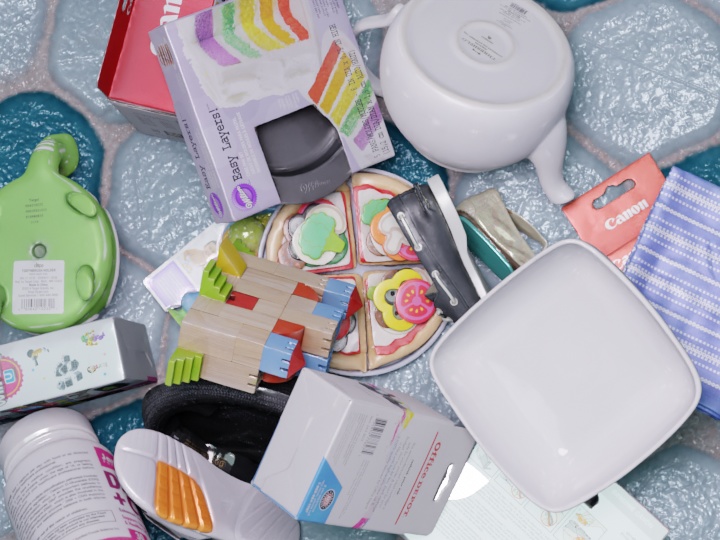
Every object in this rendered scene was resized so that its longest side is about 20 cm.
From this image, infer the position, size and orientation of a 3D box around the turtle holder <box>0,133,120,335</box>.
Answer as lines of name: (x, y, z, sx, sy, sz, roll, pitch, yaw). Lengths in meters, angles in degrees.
turtle holder: (-0.304, -0.027, 1.597, 0.140, 0.132, 0.187, -30, 80, 2)

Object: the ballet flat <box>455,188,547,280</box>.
ballet flat: (0.168, 0.003, 1.583, 0.062, 0.068, 0.201, -35, 81, -22)

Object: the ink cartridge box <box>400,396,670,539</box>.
ink cartridge box: (0.159, 0.242, 1.558, 0.200, 0.045, 0.176, 42, 89, 9)

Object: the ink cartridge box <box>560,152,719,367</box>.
ink cartridge box: (0.287, -0.006, 1.576, 0.108, 0.050, 0.201, -32, 81, 1)

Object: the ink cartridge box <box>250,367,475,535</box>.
ink cartridge box: (0.008, 0.166, 1.483, 0.068, 0.199, 0.116, 30, 97, 39)

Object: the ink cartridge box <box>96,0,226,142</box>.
ink cartridge box: (-0.171, -0.238, 1.590, 0.083, 0.176, 0.202, 13, 84, 8)

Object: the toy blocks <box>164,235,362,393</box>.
toy blocks: (-0.078, 0.051, 1.488, 0.135, 0.200, 0.101, 16, 118, 6)

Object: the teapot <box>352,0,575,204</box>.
teapot: (0.100, -0.167, 1.577, 0.195, 0.147, 0.201, -4, 55, -14)

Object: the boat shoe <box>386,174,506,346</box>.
boat shoe: (0.087, 0.010, 1.566, 0.060, 0.076, 0.202, -23, 100, 4)

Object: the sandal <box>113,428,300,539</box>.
sandal: (-0.152, 0.223, 1.557, 0.206, 0.059, 0.080, 31, 49, -24)

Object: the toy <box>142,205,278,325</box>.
toy: (-0.105, -0.011, 1.617, 0.200, 0.047, 0.115, -40, 82, 0)

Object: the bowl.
bowl: (0.188, 0.090, 1.494, 0.199, 0.075, 0.200, -40, 85, 16)

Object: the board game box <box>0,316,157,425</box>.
board game box: (-0.306, 0.100, 1.572, 0.198, 0.148, 0.065, -14, 83, 4)

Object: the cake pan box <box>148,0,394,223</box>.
cake pan box: (-0.080, -0.160, 1.545, 0.183, 0.052, 0.202, -22, 99, -22)

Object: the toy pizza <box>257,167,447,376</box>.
toy pizza: (0.000, 0.000, 1.589, 0.198, 0.032, 0.203, 1, 85, -9)

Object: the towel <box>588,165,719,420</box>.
towel: (0.310, 0.020, 1.534, 0.144, 0.024, 0.201, 25, 86, 8)

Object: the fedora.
fedora: (-0.102, 0.127, 1.560, 0.198, 0.201, 0.092, 10, 53, 7)

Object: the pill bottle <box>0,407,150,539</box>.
pill bottle: (-0.263, 0.228, 1.530, 0.113, 0.114, 0.201, -33, 48, 0)
